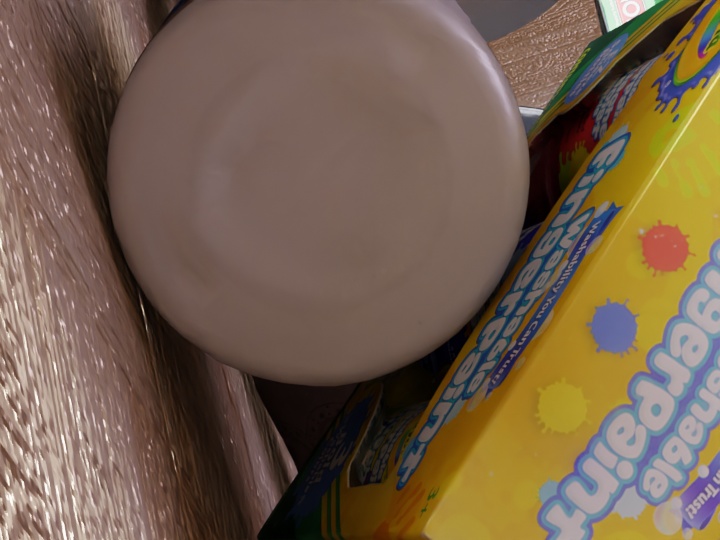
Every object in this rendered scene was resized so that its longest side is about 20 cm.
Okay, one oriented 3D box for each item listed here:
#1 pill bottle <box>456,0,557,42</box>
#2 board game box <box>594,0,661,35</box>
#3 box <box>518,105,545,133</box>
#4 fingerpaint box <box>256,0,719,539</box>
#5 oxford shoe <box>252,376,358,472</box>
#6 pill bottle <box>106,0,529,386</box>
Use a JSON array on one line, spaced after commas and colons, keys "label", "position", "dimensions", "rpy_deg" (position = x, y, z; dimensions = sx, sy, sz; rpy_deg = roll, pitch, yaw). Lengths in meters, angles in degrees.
[{"label": "pill bottle", "position": [0.026, -0.212, 1.004], "dimensions": [0.114, 0.113, 0.201], "rpy_deg": [66, 4, -70]}, {"label": "board game box", "position": [0.137, -0.080, 1.007], "dimensions": [0.200, 0.029, 0.135], "rpy_deg": [57, 19, -68]}, {"label": "box", "position": [0.063, 0.022, 1.020], "dimensions": [0.148, 0.106, 0.201], "rpy_deg": [-30, 128, -83]}, {"label": "fingerpaint box", "position": [0.069, 0.012, 0.601], "dimensions": [0.073, 0.201, 0.167], "rpy_deg": [37, -15, -9]}, {"label": "oxford shoe", "position": [0.016, 0.103, 0.772], "dimensions": [0.071, 0.072, 0.201], "rpy_deg": [-27, -79, 50]}, {"label": "pill bottle", "position": [-0.013, -0.043, 0.638], "dimensions": [0.200, 0.110, 0.112], "rpy_deg": [-95, 167, -78]}]
